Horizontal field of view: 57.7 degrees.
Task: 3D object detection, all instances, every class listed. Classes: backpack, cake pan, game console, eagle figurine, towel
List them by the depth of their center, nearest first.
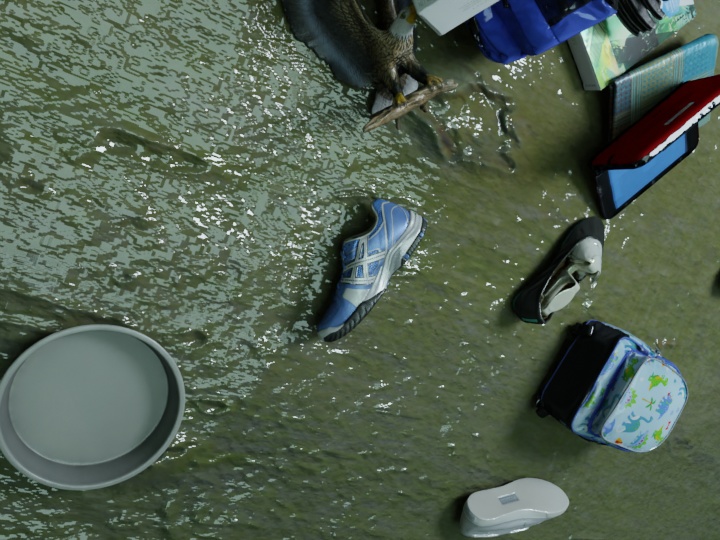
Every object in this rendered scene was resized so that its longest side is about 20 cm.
[{"bbox_3d":[0.023,-0.271,0.738,0.200,0.151,0.152,59,31,3],"label":"eagle figurine"},{"bbox_3d":[0.184,-0.349,0.740,0.168,0.163,0.200,-24,100,21],"label":"backpack"},{"bbox_3d":[-0.303,0.151,0.741,0.200,0.037,0.201,-8,109,-23],"label":"cake pan"},{"bbox_3d":[0.440,-0.169,0.928,0.200,0.172,0.119,-39,103,-5],"label":"game console"},{"bbox_3d":[0.446,-0.250,0.968,0.200,0.022,0.147,-26,128,-15],"label":"towel"},{"bbox_3d":[0.415,0.197,1.032,0.200,0.147,0.183,24,96,-32],"label":"backpack"}]

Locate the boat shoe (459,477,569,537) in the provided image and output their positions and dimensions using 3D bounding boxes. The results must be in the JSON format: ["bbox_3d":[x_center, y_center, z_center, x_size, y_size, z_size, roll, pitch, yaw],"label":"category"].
[{"bbox_3d":[0.248,0.393,1.060,0.200,0.072,0.069,-4,128,-31],"label":"boat shoe"}]

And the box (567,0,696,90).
[{"bbox_3d":[0.369,-0.366,0.905,0.200,0.036,0.144,-38,117,-9],"label":"box"}]

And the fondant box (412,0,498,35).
[{"bbox_3d":[0.102,-0.365,0.658,0.058,0.144,0.201,13,58,-56],"label":"fondant box"}]

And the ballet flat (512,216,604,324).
[{"bbox_3d":[0.313,0.006,0.970,0.200,0.068,0.068,-49,118,-5],"label":"ballet flat"}]

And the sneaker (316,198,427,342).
[{"bbox_3d":[0.000,0.000,0.830,0.077,0.076,0.200,34,89,-7],"label":"sneaker"}]

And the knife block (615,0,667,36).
[{"bbox_3d":[0.316,-0.398,0.830,0.064,0.200,0.176,-44,148,-10],"label":"knife block"}]
